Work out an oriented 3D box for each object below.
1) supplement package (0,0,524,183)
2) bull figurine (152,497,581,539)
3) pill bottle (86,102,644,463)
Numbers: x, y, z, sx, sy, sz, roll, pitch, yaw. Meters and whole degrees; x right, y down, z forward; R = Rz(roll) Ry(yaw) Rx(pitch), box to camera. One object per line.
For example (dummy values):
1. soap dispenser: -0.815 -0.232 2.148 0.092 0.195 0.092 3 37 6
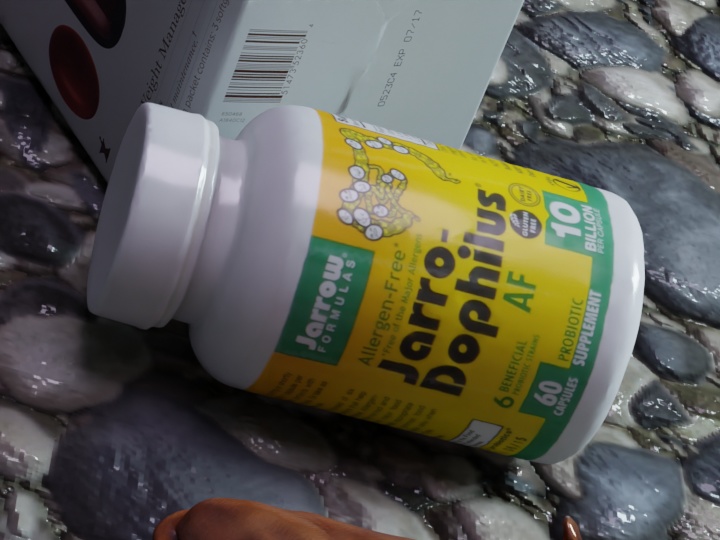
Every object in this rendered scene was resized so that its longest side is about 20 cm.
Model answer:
1. supplement package: -0.045 -0.145 1.089 0.146 0.192 0.200 -2 40 -36
2. bull figurine: 0.025 0.130 0.851 0.199 0.065 0.122 11 31 -17
3. pill bottle: 0.000 0.000 0.982 0.199 0.113 0.113 15 33 -14
